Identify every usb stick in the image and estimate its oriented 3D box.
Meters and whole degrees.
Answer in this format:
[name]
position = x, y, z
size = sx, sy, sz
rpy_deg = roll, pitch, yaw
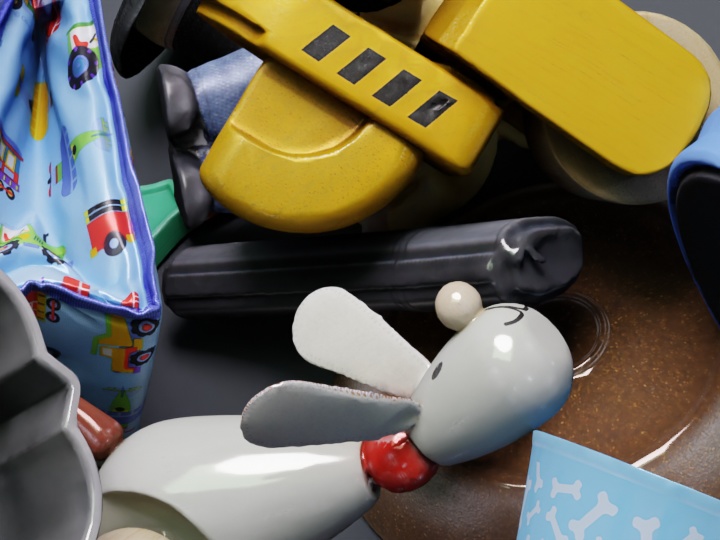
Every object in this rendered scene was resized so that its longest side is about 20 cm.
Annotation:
[usb stick]
position = 0.000, 0.000, 0.791
size = 0.199, 0.033, 0.055
rpy_deg = -4, 8, 44

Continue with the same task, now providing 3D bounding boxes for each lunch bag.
[lunch bag]
position = -0.130, -0.034, 0.803
size = 0.093, 0.151, 0.202
rpy_deg = 4, 58, -11

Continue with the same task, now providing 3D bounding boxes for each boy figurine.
[boy figurine]
position = 0.013, -0.076, 0.852
size = 0.198, 0.126, 0.064
rpy_deg = -13, 11, -7

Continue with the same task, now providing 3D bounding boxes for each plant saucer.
[plant saucer]
position = 0.080, 0.034, 0.791
size = 0.198, 0.037, 0.202
rpy_deg = -8, 53, 11

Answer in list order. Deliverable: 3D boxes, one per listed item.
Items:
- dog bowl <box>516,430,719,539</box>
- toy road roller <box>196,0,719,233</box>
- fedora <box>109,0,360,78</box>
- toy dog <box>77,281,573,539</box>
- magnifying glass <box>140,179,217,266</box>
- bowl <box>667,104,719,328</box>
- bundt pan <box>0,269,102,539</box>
[dog bowl]
position = 0.139, 0.112, 0.646
size = 0.198, 0.111, 0.050
rpy_deg = 22, 86, 2
[toy road roller]
position = 0.025, -0.062, 0.759
size = 0.199, 0.123, 0.147
rpy_deg = 32, 92, -2
[fedora]
position = -0.023, -0.148, 0.907
size = 0.091, 0.201, 0.201
rpy_deg = 37, 67, 1
[toy dog]
position = -0.032, 0.052, 0.701
size = 0.199, 0.097, 0.132
rpy_deg = -34, 8, 0
[magnifying glass]
position = -0.097, -0.021, 0.896
size = 0.199, 0.022, 0.080
rpy_deg = -28, 51, -6
[bowl]
position = 0.172, 0.030, 0.659
size = 0.039, 0.201, 0.201
rpy_deg = -35, 52, -6
[bundt pan]
position = -0.187, 0.075, 0.627
size = 0.076, 0.201, 0.203
rpy_deg = -28, 32, 54
